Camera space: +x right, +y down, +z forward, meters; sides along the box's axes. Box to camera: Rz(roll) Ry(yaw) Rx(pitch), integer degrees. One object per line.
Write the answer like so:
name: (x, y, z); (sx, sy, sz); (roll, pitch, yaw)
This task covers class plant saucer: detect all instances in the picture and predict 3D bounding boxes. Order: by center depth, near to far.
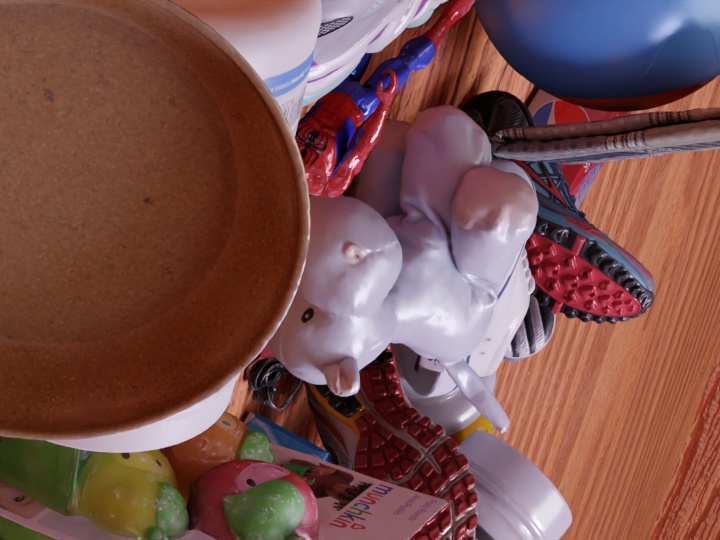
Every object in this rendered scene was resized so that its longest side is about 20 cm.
plant saucer: (-0.118, -0.028, 0.712); (0.036, 0.199, 0.201); (-94, -165, -58)

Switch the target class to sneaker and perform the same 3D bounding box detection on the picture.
sneaker: (0.022, -0.177, 0.985); (0.200, 0.078, 0.140); (-52, 180, -38)
sneaker: (0.082, 0.001, 1.285); (0.070, 0.073, 0.201); (-16, 145, -33)
sneaker: (0.020, 0.123, 1.289); (0.077, 0.201, 0.082); (-19, 155, -12)
sneaker: (0.129, -0.046, 1.333); (0.096, 0.199, 0.079); (-52, 174, -36)
sneaker: (0.101, -0.026, 1.434); (0.116, 0.074, 0.202); (85, 2, -77)

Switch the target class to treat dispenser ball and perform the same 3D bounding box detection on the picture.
treat dispenser ball: (0.167, -0.203, 1.230); (0.201, 0.200, 0.201); (-54, 160, -30)

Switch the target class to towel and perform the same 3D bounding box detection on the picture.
towel: (0.201, -0.095, 1.239); (0.192, 0.199, 0.035); (-6, 91, -68)

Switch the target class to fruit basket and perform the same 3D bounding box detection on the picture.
fruit basket: (-0.077, 0.106, 0.952); (0.185, 0.199, 0.094); (-25, 123, -63)

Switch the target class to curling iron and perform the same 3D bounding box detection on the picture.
curling iron: (-0.072, 0.056, 1.180); (0.050, 0.025, 0.200); (-67, 162, -1)

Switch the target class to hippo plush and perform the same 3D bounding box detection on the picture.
hippo plush: (0.000, 0.000, 1.193); (0.160, 0.159, 0.201); (-16, 129, -33)

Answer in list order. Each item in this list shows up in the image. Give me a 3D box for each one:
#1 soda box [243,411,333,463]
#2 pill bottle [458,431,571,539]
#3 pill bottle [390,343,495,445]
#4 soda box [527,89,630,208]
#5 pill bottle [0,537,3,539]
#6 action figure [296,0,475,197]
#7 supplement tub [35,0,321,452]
soda box: (-0.052, 0.173, 1.335); (0.068, 0.064, 0.200); (-58, 161, -18)
pill bottle: (0.051, 0.219, 1.343); (0.200, 0.114, 0.114); (-46, 158, -17)
pill bottle: (0.048, 0.102, 1.453); (0.110, 0.109, 0.200); (-55, 160, -27)
soda box: (0.148, -0.076, 1.567); (0.201, 0.070, 0.064); (-59, 163, -19)
pill bottle: (-0.175, 0.242, 0.991); (0.114, 0.113, 0.201); (-18, 131, -67)
action figure: (0.000, -0.118, 1.088); (0.200, 0.065, 0.099); (-57, 169, -28)
supplement tub: (-0.097, -0.040, 0.802); (0.132, 0.131, 0.201); (-39, 150, -54)
